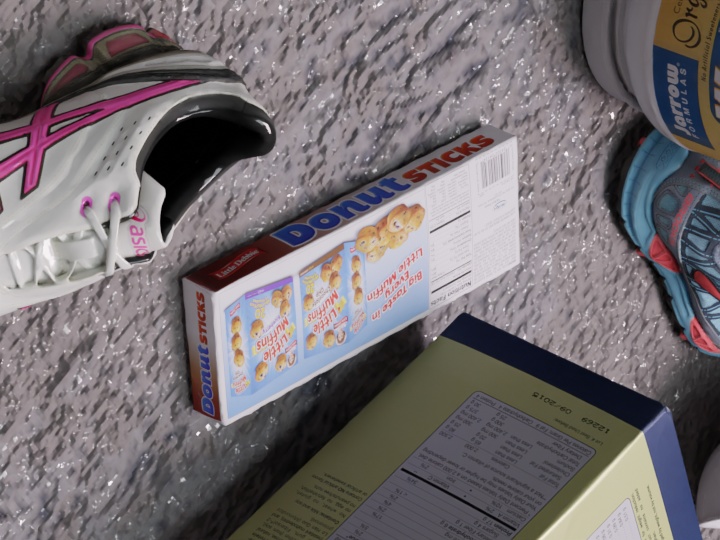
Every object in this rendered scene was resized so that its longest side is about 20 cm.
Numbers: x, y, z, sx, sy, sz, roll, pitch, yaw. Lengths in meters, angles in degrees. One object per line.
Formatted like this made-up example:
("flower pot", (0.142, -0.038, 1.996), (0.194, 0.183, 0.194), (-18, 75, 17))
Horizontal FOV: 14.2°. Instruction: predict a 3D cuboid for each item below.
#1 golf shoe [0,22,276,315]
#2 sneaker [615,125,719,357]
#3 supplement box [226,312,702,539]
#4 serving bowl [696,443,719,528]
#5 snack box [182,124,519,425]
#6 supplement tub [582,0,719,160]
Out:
("golf shoe", (-0.124, -0.027, 1.157), (0.200, 0.092, 0.073), (-40, 136, -25))
("sneaker", (0.209, 0.002, 1.532), (0.080, 0.095, 0.200), (-57, 139, -9))
("supplement box", (0.054, 0.172, 1.377), (0.200, 0.134, 0.201), (-42, 135, -26))
("serving bowl", (0.283, 0.103, 1.611), (0.199, 0.199, 0.066), (4, 78, -48))
("snack box", (0.000, 0.000, 1.357), (0.199, 0.024, 0.072), (-28, 129, -36))
("supplement tub", (0.221, -0.112, 1.406), (0.144, 0.199, 0.146), (-23, 124, -39))
